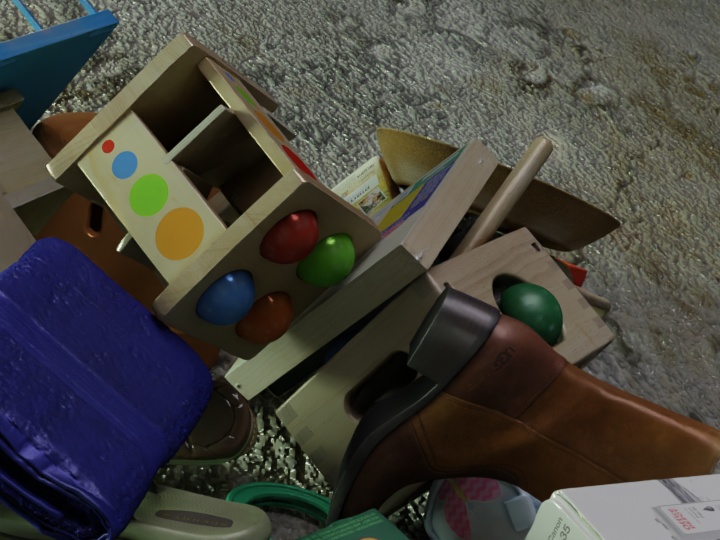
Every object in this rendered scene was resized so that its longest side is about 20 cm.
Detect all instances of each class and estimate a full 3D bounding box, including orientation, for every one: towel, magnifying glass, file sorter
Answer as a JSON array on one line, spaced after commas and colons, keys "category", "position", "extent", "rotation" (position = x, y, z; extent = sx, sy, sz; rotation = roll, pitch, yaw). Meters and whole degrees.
[{"category": "towel", "position": [-0.170, 0.069, 1.189], "extent": [0.148, 0.050, 0.200], "rotation": [42, 26, -4]}, {"category": "magnifying glass", "position": [0.008, 0.181, 1.320], "extent": [0.200, 0.022, 0.080], "rotation": [18, 22, 7]}, {"category": "file sorter", "position": [-0.294, -0.139, 1.436], "extent": [0.123, 0.200, 0.139], "rotation": [52, 36, 7]}]

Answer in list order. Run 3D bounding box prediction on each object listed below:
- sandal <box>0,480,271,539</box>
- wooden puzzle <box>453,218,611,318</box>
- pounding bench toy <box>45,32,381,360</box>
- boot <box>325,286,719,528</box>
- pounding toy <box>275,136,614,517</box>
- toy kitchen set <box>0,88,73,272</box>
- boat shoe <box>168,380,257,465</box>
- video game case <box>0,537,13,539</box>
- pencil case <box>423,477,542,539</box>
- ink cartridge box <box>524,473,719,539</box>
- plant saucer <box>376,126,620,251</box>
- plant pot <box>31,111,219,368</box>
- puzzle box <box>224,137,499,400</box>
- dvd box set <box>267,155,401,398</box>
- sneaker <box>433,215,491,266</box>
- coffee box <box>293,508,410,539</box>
[{"category": "sandal", "position": [-0.150, 0.125, 1.217], "extent": [0.201, 0.057, 0.080], "rotation": [7, 21, 0]}, {"category": "wooden puzzle", "position": [0.111, -0.017, 1.738], "extent": [0.185, 0.037, 0.200], "rotation": [23, -3, 18]}, {"category": "pounding bench toy", "position": [-0.071, -0.029, 1.357], "extent": [0.156, 0.124, 0.200], "rotation": [50, 8, 26]}, {"category": "boot", "position": [0.096, 0.129, 1.284], "extent": [0.200, 0.188, 0.068], "rotation": [30, 14, -5]}, {"category": "pounding toy", "position": [0.066, 0.038, 1.402], "extent": [0.142, 0.200, 0.184], "rotation": [51, 30, 10]}, {"category": "toy kitchen set", "position": [-0.280, 0.018, 1.342], "extent": [0.163, 0.180, 0.200], "rotation": [53, 38, 8]}, {"category": "boat shoe", "position": [-0.164, 0.096, 1.352], "extent": [0.200, 0.072, 0.076], "rotation": [12, -13, 11]}, {"category": "video game case", "position": [-0.292, 0.132, 1.215], "extent": [0.200, 0.022, 0.182], "rotation": [-1, 27, -37]}, {"category": "pencil case", "position": [0.126, 0.143, 1.404], "extent": [0.091, 0.083, 0.200], "rotation": [0, 11, 34]}, {"category": "ink cartridge box", "position": [0.182, 0.200, 1.221], "extent": [0.200, 0.147, 0.083], "rotation": [-1, 34, -36]}, {"category": "plant saucer", "position": [0.099, -0.056, 1.596], "extent": [0.200, 0.035, 0.200], "rotation": [22, -2, 1]}, {"category": "plant pot", "position": [-0.182, -0.024, 1.513], "extent": [0.200, 0.140, 0.200], "rotation": [15, 22, -6]}, {"category": "puzzle box", "position": [0.000, 0.000, 1.398], "extent": [0.025, 0.200, 0.133], "rotation": [45, 43, -9]}, {"category": "dvd box set", "position": [-0.023, 0.000, 1.578], "extent": [0.029, 0.146, 0.200], "rotation": [48, 10, -23]}, {"category": "sneaker", "position": [0.075, 0.028, 1.566], "extent": [0.078, 0.140, 0.200], "rotation": [9, 22, -16]}, {"category": "coffee box", "position": [0.017, 0.218, 1.171], "extent": [0.123, 0.044, 0.200], "rotation": [-18, 37, -33]}]
